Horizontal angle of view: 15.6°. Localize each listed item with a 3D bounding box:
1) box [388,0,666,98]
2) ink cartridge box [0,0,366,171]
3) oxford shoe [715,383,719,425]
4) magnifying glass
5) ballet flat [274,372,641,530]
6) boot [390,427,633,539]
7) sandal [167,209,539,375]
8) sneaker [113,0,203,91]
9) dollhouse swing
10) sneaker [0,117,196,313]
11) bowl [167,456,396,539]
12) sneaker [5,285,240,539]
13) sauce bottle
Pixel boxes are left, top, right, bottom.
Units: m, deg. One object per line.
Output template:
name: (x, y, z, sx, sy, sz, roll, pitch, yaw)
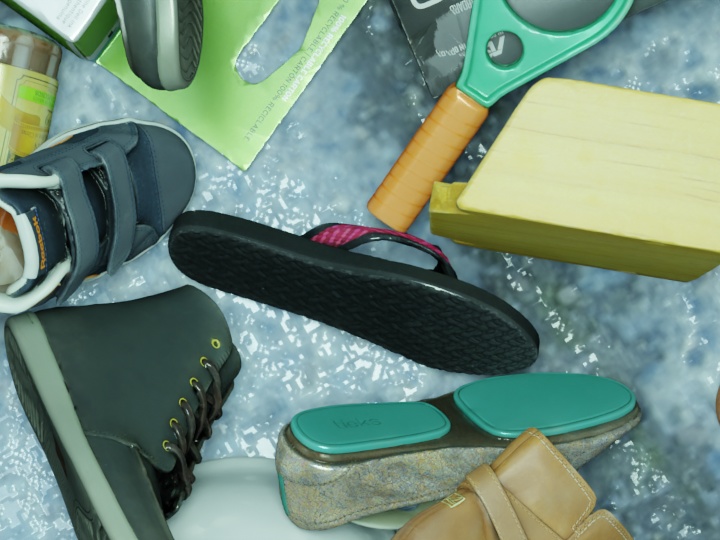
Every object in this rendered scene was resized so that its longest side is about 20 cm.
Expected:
box: (0.097, -0.198, 1.330, 0.199, 0.050, 0.158, -21, 97, 12)
ink cartridge box: (-0.101, -0.170, 1.353, 0.200, 0.076, 0.148, 36, 88, 5)
oxford shoe: (0.280, 0.087, 1.324, 0.199, 0.073, 0.072, 9, 86, 2)
magnifying glass: (0.068, -0.105, 1.317, 0.079, 0.022, 0.200, 33, 109, -6)
ballet flat: (0.047, 0.095, 1.330, 0.199, 0.068, 0.068, -4, 119, -21)
boot: (0.077, 0.187, 1.305, 0.155, 0.077, 0.200, -45, 118, -16)
sandal: (0.000, 0.000, 1.345, 0.199, 0.075, 0.045, 18, 56, 9)
sneaker: (-0.142, -0.174, 1.288, 0.106, 0.075, 0.201, -13, 77, 6)
dollhouse swing: (0.137, -0.093, 1.277, 0.181, 0.200, 0.177, 10, 87, 3)
sneaker: (-0.153, -0.023, 1.302, 0.199, 0.079, 0.079, -22, 106, -33)
bowl: (-0.063, 0.194, 1.321, 0.200, 0.090, 0.202, 0, 86, 2)
sneaker: (-0.095, 0.083, 1.288, 0.106, 0.075, 0.200, -17, 52, -16)
sauce bottle: (-0.202, -0.026, 1.354, 0.064, 0.065, 0.201, 11, 88, 3)
